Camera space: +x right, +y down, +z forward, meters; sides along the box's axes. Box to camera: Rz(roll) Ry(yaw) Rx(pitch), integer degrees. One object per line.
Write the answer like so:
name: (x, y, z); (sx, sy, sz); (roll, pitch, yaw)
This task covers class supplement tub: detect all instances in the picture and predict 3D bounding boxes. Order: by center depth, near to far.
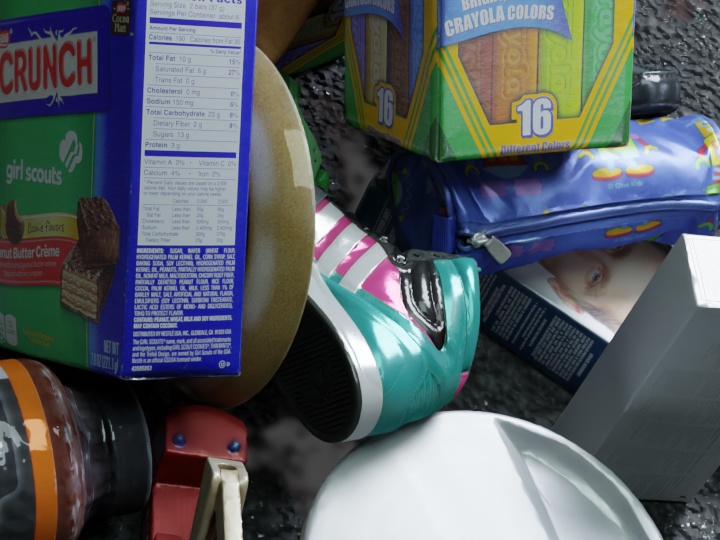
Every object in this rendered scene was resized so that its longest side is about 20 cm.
supplement tub: (-0.208, 0.101, 1.141); (0.199, 0.107, 0.107); (-9, 59, -24)

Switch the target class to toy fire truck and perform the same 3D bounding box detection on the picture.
toy fire truck: (-0.076, 0.140, 1.137); (0.049, 0.141, 0.200); (9, 54, -13)

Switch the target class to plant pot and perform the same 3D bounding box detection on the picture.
plant pot: (-0.089, -0.026, 1.214); (0.027, 0.200, 0.200); (-1, 55, -35)

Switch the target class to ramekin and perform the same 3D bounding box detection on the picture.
ramekin: (0.057, 0.180, 1.186); (0.202, 0.094, 0.203); (9, 53, -12)

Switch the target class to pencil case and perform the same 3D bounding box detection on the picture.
pencil case: (0.113, -0.041, 1.296); (0.199, 0.078, 0.087); (-8, 31, -22)

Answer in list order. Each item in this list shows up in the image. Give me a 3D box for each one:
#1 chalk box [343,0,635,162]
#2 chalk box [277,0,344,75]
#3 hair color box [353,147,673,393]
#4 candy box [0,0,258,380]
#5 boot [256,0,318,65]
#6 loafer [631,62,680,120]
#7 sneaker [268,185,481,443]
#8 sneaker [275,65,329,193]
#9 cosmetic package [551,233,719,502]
chalk box: (0.068, -0.170, 1.237); (0.124, 0.201, 0.124); (-7, 17, -24)
chalk box: (-0.104, -0.180, 1.368); (0.200, 0.124, 0.125); (-22, 65, -31)
hair color box: (0.103, -0.010, 1.360); (0.200, 0.061, 0.100); (34, 52, 6)
candy box: (-0.130, -0.054, 1.182); (0.077, 0.169, 0.201); (0, 95, -36)
boot: (-0.010, -0.164, 1.292); (0.200, 0.068, 0.188); (-51, 120, -18)
loafer: (0.105, -0.131, 1.381); (0.200, 0.071, 0.068); (16, 12, 41)
sneaker: (0.000, 0.000, 1.216); (0.120, 0.084, 0.200); (-2, 53, -37)
sneaker: (-0.049, -0.035, 1.311); (0.083, 0.074, 0.201); (17, 62, -42)
cosmetic package: (0.176, 0.056, 1.249); (0.082, 0.200, 0.051); (6, 54, -16)
